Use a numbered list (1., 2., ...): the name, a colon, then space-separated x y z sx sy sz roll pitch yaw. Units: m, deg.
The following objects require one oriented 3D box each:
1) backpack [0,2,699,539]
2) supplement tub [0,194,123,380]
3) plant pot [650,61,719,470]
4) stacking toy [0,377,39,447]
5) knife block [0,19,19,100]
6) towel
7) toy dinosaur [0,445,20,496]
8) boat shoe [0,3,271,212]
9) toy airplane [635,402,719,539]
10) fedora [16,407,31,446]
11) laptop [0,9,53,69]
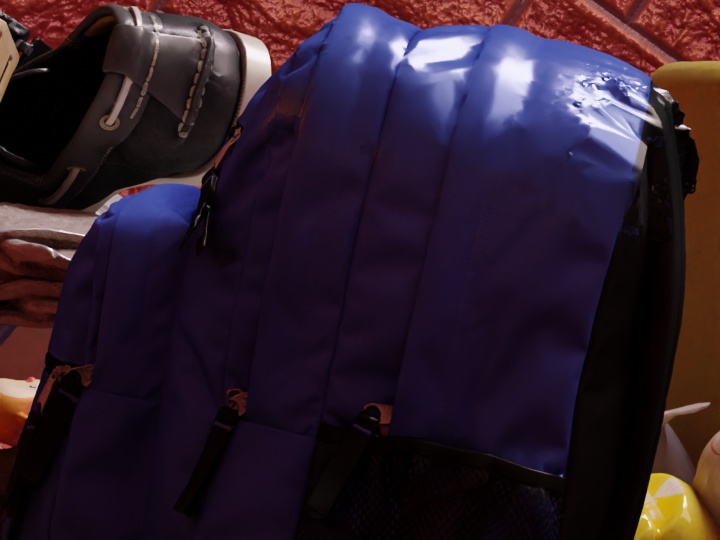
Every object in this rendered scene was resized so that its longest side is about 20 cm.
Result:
1. backpack: 0.002 0.028 0.717 0.167 0.201 0.163 16 4 0
2. supplement tub: -0.126 0.038 1.385 0.200 0.132 0.132 36 -4 -21
3. plant pot: 0.197 0.011 1.064 0.194 0.196 0.200 -2 30 -47
4. stacking toy: -0.080 0.087 1.187 0.199 0.110 0.116 23 3 -20
5. knife block: -0.240 -0.072 0.914 0.199 0.064 0.175 31 -34 -20
6. towel: -0.076 -0.002 0.877 0.132 0.035 0.200 6 2 -18
7. toy dinosaur: -0.079 0.072 0.909 0.101 0.199 0.058 62 -30 31
8. boat shoe: -0.113 -0.054 0.971 0.067 0.072 0.200 10 -15 -35
9. toy airplane: 0.114 0.116 0.911 0.200 0.141 0.199 45 10 27
10. fedora: -0.076 0.073 1.047 0.200 0.092 0.201 34 -2 1
11. laptop: -0.251 -0.070 1.441 0.200 0.178 0.103 34 -4 -12
